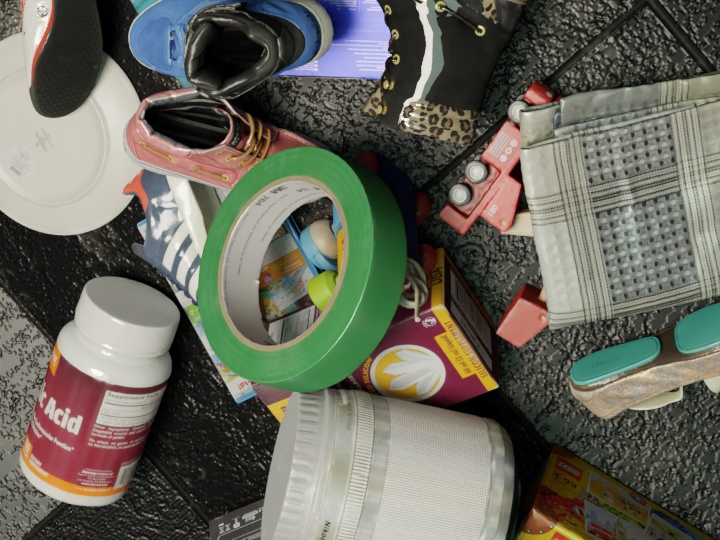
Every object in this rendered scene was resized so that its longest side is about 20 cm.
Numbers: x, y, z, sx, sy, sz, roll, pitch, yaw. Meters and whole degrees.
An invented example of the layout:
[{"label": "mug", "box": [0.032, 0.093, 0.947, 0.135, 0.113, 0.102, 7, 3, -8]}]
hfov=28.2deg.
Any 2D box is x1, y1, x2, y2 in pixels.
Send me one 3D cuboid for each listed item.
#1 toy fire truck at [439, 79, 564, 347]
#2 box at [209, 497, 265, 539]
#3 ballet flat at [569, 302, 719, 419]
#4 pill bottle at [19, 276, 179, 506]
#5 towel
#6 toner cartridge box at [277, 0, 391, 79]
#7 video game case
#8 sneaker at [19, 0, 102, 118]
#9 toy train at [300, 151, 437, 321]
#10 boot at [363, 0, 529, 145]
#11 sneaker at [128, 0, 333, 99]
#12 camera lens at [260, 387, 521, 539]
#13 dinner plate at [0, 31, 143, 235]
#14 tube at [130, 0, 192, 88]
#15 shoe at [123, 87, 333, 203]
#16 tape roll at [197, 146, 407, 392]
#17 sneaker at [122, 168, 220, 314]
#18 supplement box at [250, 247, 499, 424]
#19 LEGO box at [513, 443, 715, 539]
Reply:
[{"label": "toy fire truck", "box": [0.149, -0.049, 1.258, 0.141, 0.049, 0.200, 36, 110, 2]}, {"label": "box", "box": [-0.046, 0.282, 1.359, 0.199, 0.048, 0.159, -26, 53, 21]}, {"label": "ballet flat", "box": [0.283, 0.081, 1.258, 0.199, 0.068, 0.067, -21, 119, 26]}, {"label": "pill bottle", "box": [-0.250, 0.116, 1.383, 0.114, 0.114, 0.201, 25, 111, 8]}, {"label": "towel", "box": [0.236, -0.060, 1.209, 0.191, 0.035, 0.201, -11, 106, 1]}, {"label": "toner cartridge box", "box": [-0.027, -0.219, 1.262, 0.198, 0.043, 0.096, 5, 108, 15]}, {"label": "video game case", "box": [-0.107, 0.012, 1.365, 0.142, 0.018, 0.201, -26, 97, 20]}, {"label": "sneaker", "box": [-0.285, -0.250, 1.310, 0.108, 0.067, 0.203, 46, 138, 43]}, {"label": "toy train", "box": [0.000, 0.000, 1.241, 0.084, 0.201, 0.116, 34, 123, -29]}, {"label": "boot", "box": [0.031, -0.200, 1.191, 0.199, 0.073, 0.152, 17, 109, 5]}, {"label": "sneaker", "box": [-0.133, -0.190, 1.193, 0.199, 0.111, 0.077, 6, 112, 28]}, {"label": "camera lens", "box": [0.027, 0.191, 1.225, 0.199, 0.160, 0.161, 13, 110, -9]}, {"label": "dinner plate", "box": [-0.300, -0.130, 1.376, 0.199, 0.024, 0.202, 5, 107, 16]}, {"label": "tube", "box": [-0.187, -0.256, 1.287, 0.201, 0.050, 0.077, 59, 150, -3]}, {"label": "shoe", "box": [-0.106, -0.107, 1.255, 0.199, 0.091, 0.072, 11, 79, -13]}, {"label": "tape roll", "box": [-0.051, -0.001, 1.195, 0.199, 0.048, 0.202, -14, 68, 38]}, {"label": "sneaker", "box": [-0.160, -0.005, 1.328, 0.084, 0.075, 0.201, -20, 89, 18]}, {"label": "supplement box", "box": [0.013, 0.078, 1.294, 0.199, 0.086, 0.111, -24, 123, 20]}, {"label": "LEGO box", "box": [0.231, 0.261, 1.271, 0.199, 0.149, 0.077, 31, 111, 5]}]
